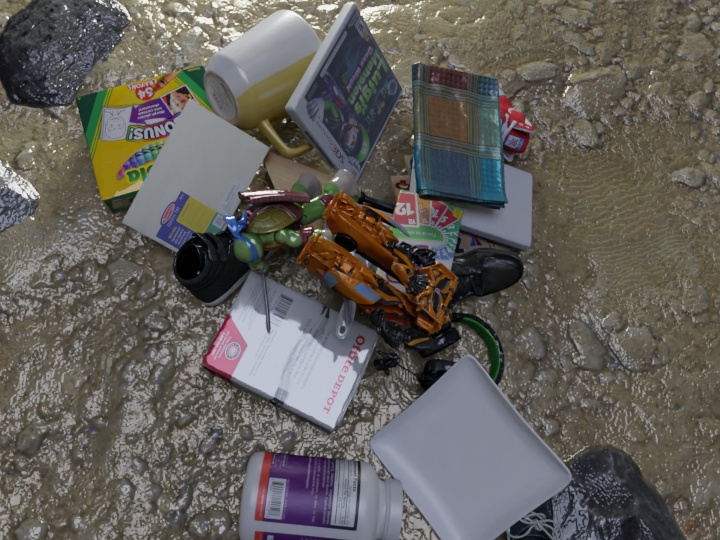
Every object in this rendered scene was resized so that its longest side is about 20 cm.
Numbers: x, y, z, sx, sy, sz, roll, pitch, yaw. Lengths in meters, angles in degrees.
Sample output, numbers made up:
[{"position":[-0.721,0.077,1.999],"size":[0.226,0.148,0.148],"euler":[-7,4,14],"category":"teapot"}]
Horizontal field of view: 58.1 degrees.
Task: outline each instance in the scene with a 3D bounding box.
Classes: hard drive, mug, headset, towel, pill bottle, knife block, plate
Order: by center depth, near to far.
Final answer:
[{"position":[-0.049,0.296,0.822],"size":[0.197,0.113,0.114],"euler":[7,72,-4],"category":"pill bottle"},{"position":[0.140,0.245,0.855],"size":[0.200,0.032,0.201],"euler":[-45,76,19],"category":"plate"},{"position":[0.115,0.120,0.903],"size":[0.197,0.094,0.125],"euler":[-3,72,-18],"category":"headset"},{"position":[0.141,-0.193,0.926],"size":[0.145,0.022,0.203],"euler":[4,77,-21],"category":"towel"},{"position":[-0.134,-0.274,0.954],"size":[0.153,0.150,0.186],"euler":[-36,62,-29],"category":"mug"},{"position":[-0.035,-0.104,0.977],"size":[0.174,0.064,0.202],"euler":[-22,75,-13],"category":"knife block"},{"position":[0.170,-0.119,0.988],"size":[0.197,0.025,0.134],"euler":[16,63,-16],"category":"hard drive"}]

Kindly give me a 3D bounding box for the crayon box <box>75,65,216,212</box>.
[{"position":[-0.307,-0.201,0.984],"size":[0.197,0.058,0.175],"euler":[-18,75,-10],"category":"crayon box"}]

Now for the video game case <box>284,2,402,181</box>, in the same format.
[{"position":[-0.016,-0.259,0.978],"size":[0.023,0.182,0.202],"euler":[12,67,36],"category":"video game case"}]

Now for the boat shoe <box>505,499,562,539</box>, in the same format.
[{"position":[0.223,0.350,0.856],"size":[0.074,0.062,0.203],"euler":[13,71,0],"category":"boat shoe"}]

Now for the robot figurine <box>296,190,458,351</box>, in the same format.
[{"position":[0.031,0.003,0.760],"size":[0.199,0.058,0.146],"euler":[33,56,-10],"category":"robot figurine"}]

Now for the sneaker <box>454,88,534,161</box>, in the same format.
[{"position":[0.194,-0.216,0.999],"size":[0.199,0.071,0.113],"euler":[-29,72,-40],"category":"sneaker"}]

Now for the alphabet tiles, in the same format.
[{"position":[0.143,-0.101,0.991],"size":[0.197,0.008,0.169],"euler":[-6,72,-26],"category":"alphabet tiles"}]

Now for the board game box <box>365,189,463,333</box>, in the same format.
[{"position":[0.074,-0.016,0.858],"size":[0.094,0.030,0.202],"euler":[17,57,1],"category":"board game box"}]

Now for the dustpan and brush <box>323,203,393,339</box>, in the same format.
[{"position":[0.000,0.000,0.885],"size":[0.138,0.057,0.203],"euler":[17,76,1],"category":"dustpan and brush"}]

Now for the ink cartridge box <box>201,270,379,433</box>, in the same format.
[{"position":[-0.092,0.114,0.890],"size":[0.198,0.084,0.147],"euler":[26,71,4],"category":"ink cartridge box"}]

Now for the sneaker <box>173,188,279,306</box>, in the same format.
[{"position":[-0.176,-0.040,0.895],"size":[0.071,0.099,0.200],"euler":[41,91,23],"category":"sneaker"}]

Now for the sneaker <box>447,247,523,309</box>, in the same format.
[{"position":[0.135,0.024,0.912],"size":[0.196,0.077,0.115],"euler":[-3,27,3],"category":"sneaker"}]

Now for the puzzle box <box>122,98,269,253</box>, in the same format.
[{"position":[-0.235,-0.123,0.932],"size":[0.132,0.025,0.202],"euler":[30,92,-13],"category":"puzzle box"}]

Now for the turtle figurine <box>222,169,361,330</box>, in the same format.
[{"position":[-0.076,-0.034,0.844],"size":[0.200,0.144,0.194],"euler":[43,51,-7],"category":"turtle figurine"}]
